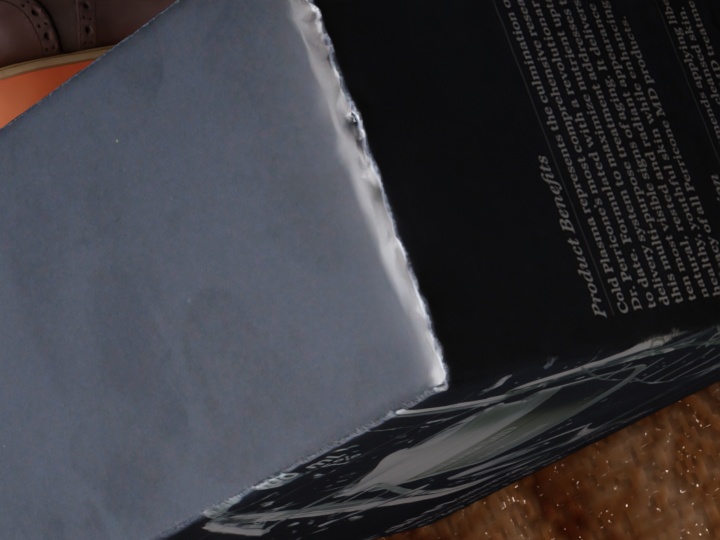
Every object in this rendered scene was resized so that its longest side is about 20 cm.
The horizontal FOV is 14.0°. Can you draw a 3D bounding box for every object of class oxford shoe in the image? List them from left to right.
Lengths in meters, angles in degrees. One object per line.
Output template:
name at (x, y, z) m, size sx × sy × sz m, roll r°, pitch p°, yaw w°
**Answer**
oxford shoe at (-0.068, -0.079, 0.857) m, size 0.071 × 0.200 × 0.073 m, roll -31°, pitch 82°, yaw 41°

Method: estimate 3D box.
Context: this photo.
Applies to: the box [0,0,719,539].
box at (0.000, 0.000, 0.808) m, size 0.200 × 0.196 × 0.125 m, roll -31°, pitch 74°, yaw 41°
